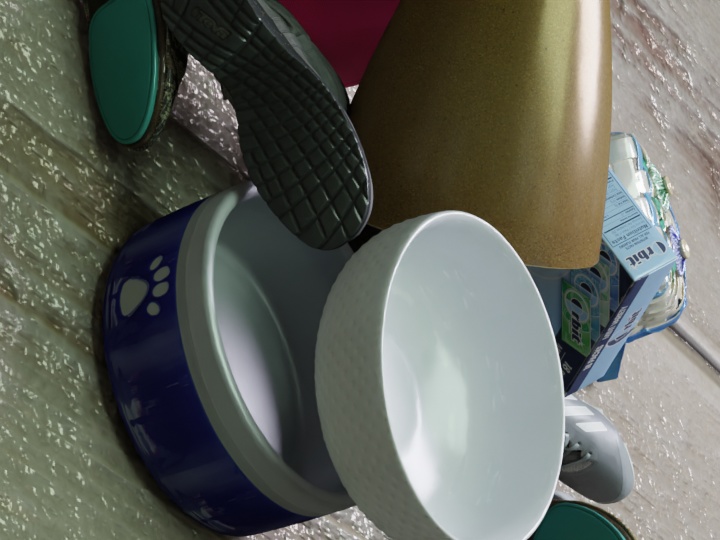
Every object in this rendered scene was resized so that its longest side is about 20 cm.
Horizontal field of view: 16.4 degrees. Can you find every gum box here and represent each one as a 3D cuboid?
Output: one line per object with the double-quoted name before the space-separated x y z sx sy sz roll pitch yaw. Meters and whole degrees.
"gum box" 0.122 -0.036 1.730 0.044 0.170 0.200 -25 69 -26

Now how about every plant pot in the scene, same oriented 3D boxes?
"plant pot" 0.085 -0.123 1.566 0.186 0.186 0.201 -10 117 -61

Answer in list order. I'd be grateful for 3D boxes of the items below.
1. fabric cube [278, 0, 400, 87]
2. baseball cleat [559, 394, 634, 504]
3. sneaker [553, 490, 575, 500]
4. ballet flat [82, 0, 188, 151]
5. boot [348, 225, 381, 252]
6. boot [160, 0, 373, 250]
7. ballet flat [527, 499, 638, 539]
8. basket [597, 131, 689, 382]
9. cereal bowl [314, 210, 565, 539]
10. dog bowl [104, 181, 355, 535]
"fabric cube" 0.001 -0.269 1.691 0.199 0.195 0.201 25 52 -53
"baseball cleat" 0.123 0.112 1.815 0.200 0.070 0.107 50 39 -14
"sneaker" 0.131 0.248 1.727 0.114 0.075 0.201 12 56 -57
"ballet flat" -0.138 -0.172 1.517 0.075 0.068 0.201 -8 77 -52
"boot" 0.000 0.000 1.665 0.200 0.069 0.174 51 33 -12
"boot" -0.033 -0.098 1.499 0.201 0.070 0.132 62 15 16
"ballet flat" 0.123 0.184 1.631 0.065 0.199 0.071 39 75 -38
"basket" 0.178 -0.013 1.922 0.200 0.138 0.177 102 -24 -78
"cereal bowl" 0.036 0.070 1.446 0.200 0.083 0.201 21 64 -51
"dog bowl" -0.062 0.053 1.485 0.200 0.078 0.201 39 41 -44
